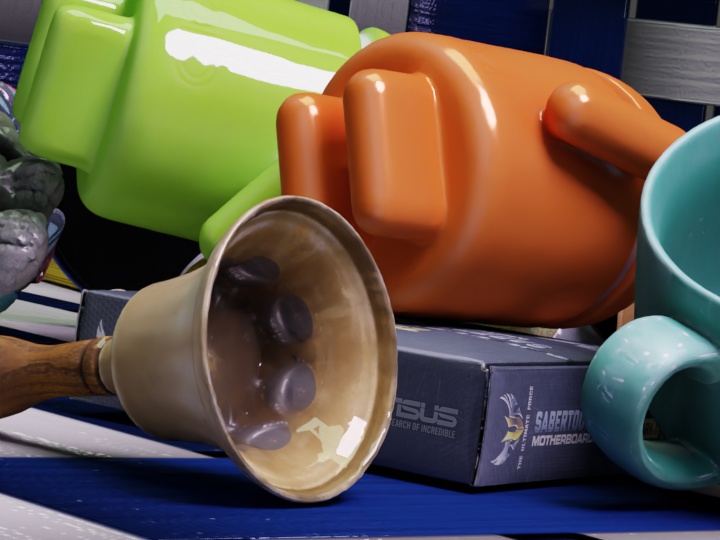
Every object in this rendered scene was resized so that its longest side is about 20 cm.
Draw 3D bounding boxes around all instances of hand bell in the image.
[{"bbox_3d":[-0.096,0.037,1.039,0.200,0.105,0.104,-8,-6,38],"label":"hand bell"}]

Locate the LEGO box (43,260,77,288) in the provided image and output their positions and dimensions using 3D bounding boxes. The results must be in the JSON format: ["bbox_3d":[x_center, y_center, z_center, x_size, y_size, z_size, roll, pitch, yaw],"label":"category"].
[{"bbox_3d":[-0.128,-0.058,1.794,0.077,0.150,0.200,4,4,-29],"label":"LEGO box"}]

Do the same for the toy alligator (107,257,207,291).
[{"bbox_3d":[-0.067,0.029,1.314,0.054,0.059,0.200,-41,-22,29],"label":"toy alligator"}]

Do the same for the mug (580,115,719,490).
[{"bbox_3d":[0.166,0.023,1.113,0.184,0.115,0.152,-6,38,-4],"label":"mug"}]

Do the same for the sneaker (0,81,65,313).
[{"bbox_3d":[-0.213,-0.075,1.435,0.079,0.200,0.095,6,38,47],"label":"sneaker"}]

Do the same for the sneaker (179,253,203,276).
[{"bbox_3d":[0.000,0.000,1.439,0.199,0.075,0.100,-7,-4,8],"label":"sneaker"}]

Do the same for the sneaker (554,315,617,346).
[{"bbox_3d":[0.103,0.023,1.395,0.199,0.088,0.074,6,3,-20],"label":"sneaker"}]

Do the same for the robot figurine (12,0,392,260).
[{"bbox_3d":[-0.052,-0.068,1.305,0.199,0.116,0.176,14,14,-16],"label":"robot figurine"}]

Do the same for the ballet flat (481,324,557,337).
[{"bbox_3d":[0.075,-0.015,1.345,0.070,0.071,0.200,8,40,30],"label":"ballet flat"}]

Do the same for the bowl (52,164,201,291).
[{"bbox_3d":[-0.075,-0.042,1.502,0.200,0.201,0.039,6,43,-6],"label":"bowl"}]

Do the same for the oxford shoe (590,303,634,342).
[{"bbox_3d":[0.151,0.047,1.278,0.071,0.072,0.200,-12,18,-11],"label":"oxford shoe"}]

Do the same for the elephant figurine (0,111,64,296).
[{"bbox_3d":[-0.243,-0.058,1.298,0.200,0.155,0.142,37,7,-30],"label":"elephant figurine"}]

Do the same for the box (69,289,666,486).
[{"bbox_3d":[0.007,0.044,1.171,0.199,0.051,0.158,9,5,34],"label":"box"}]

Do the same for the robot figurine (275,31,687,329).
[{"bbox_3d":[0.056,-0.034,1.196,0.200,0.144,0.117,7,35,-46],"label":"robot figurine"}]
